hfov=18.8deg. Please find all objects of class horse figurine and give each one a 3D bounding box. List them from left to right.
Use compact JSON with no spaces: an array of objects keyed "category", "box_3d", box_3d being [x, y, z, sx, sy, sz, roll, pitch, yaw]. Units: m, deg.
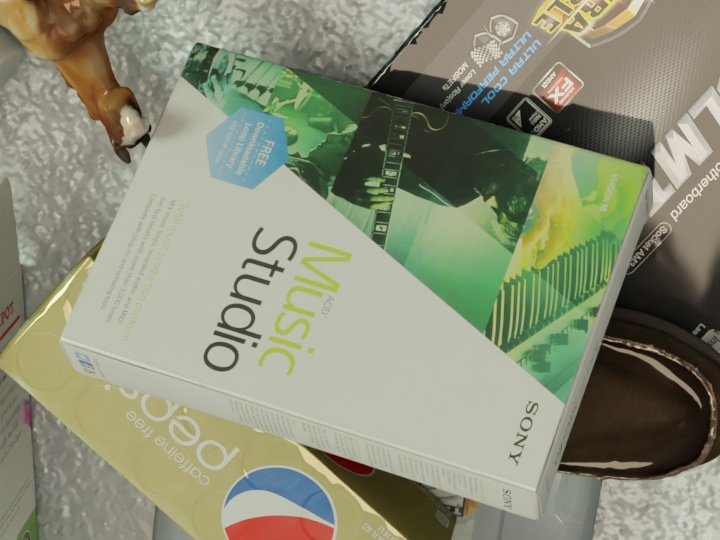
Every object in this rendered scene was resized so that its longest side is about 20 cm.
[{"category":"horse figurine","box_3d":[-0.151,-0.126,0.837,0.200,0.133,0.050,35,79,-5]}]

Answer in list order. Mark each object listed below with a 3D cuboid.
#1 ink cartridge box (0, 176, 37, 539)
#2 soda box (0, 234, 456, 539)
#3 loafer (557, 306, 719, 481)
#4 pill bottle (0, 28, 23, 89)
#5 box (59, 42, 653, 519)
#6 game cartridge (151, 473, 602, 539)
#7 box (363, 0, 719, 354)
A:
[{"category":"ink cartridge box","box_3d":[-0.192,0.067,0.958,0.067,0.117,0.200,1,106,7]},{"category":"soda box","box_3d":[-0.055,0.073,0.932,0.200,0.064,0.068,42,108,-5]},{"category":"loafer","box_3d":[0.056,0.053,0.895,0.200,0.071,0.073,7,109,8]},{"category":"pill bottle","box_3d":[-0.244,-0.128,0.911,0.200,0.113,0.113,41,108,-4]},{"category":"box","box_3d":[0.000,0.000,0.860,0.200,0.036,0.145,17,68,12]},{"category":"game cartridge","box_3d":[0.005,0.117,0.987,0.200,0.042,0.133,9,103,6]},{"category":"box","box_3d":[0.110,-0.051,0.916,0.198,0.050,0.200,42,109,-4]}]
